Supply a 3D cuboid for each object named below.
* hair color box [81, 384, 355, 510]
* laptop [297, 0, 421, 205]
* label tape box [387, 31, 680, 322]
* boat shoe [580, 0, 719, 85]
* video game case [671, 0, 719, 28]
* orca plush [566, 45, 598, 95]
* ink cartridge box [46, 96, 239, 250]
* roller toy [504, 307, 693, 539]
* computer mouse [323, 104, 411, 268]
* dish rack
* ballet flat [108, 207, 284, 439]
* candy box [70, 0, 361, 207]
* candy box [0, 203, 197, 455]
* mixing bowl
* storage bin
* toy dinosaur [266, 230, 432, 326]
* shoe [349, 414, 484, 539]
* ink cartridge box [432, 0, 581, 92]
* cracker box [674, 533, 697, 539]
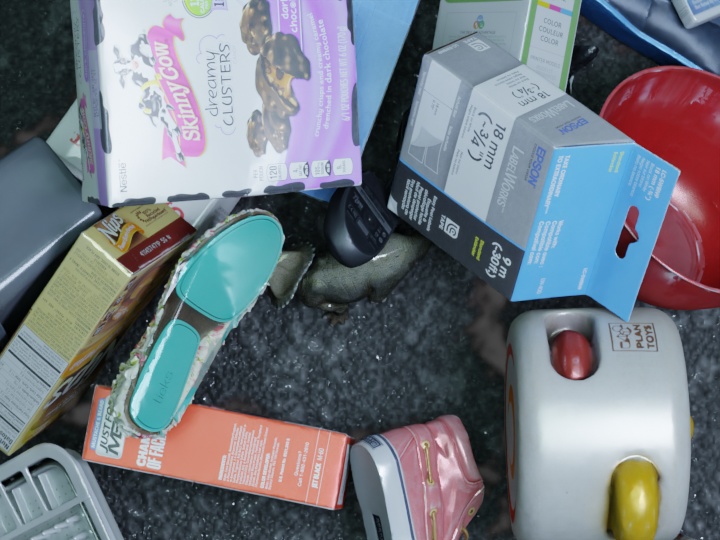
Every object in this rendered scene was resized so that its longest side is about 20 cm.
[{"bbox_3d":[-0.108,0.139,1.645,0.199,0.111,0.064,10,85,4],"label":"hair color box"},{"bbox_3d":[-0.079,-0.174,1.585,0.116,0.200,0.188,18,86,37],"label":"laptop"},{"bbox_3d":[0.121,-0.060,1.533,0.063,0.145,0.200,-26,52,-39],"label":"label tape box"},{"bbox_3d":[0.229,-0.215,1.676,0.200,0.084,0.069,32,87,-11],"label":"boat shoe"},{"bbox_3d":[0.301,-0.307,1.664,0.199,0.022,0.183,-24,84,-20],"label":"video game case"},{"bbox_3d":[0.162,-0.082,1.665,0.105,0.071,0.201,14,86,4],"label":"orca plush"},{"bbox_3d":[-0.138,-0.130,1.681,0.145,0.085,0.200,35,90,6],"label":"ink cartridge box"},{"bbox_3d":[0.183,0.119,1.588,0.139,0.200,0.183,-1,82,1],"label":"roller toy"},{"bbox_3d":[0.014,-0.067,1.636,0.034,0.200,0.059,-22,112,35],"label":"computer mouse"},{"bbox_3d":[-0.236,0.243,1.650,0.171,0.043,0.201,-29,83,34],"label":"dish rack"},{"bbox_3d":[-0.132,0.036,1.583,0.076,0.064,0.200,40,75,-23],"label":"ballet flat"},{"bbox_3d":[-0.106,-0.138,1.533,0.199,0.071,0.169,-7,99,-23],"label":"candy box"},{"bbox_3d":[-0.217,0.040,1.617,0.055,0.115,0.200,40,118,6],"label":"candy box"},{"bbox_3d":[0.244,-0.046,1.620,0.199,0.108,0.201,12,58,-21],"label":"mixing bowl"},{"bbox_3d":[-0.279,-0.026,1.636,0.134,0.200,0.146,-39,84,-11],"label":"storage bin"},{"bbox_3d":[0.000,0.000,1.653,0.199,0.102,0.077,-7,86,4],"label":"toy dinosaur"},{"bbox_3d":[0.055,0.215,1.648,0.091,0.071,0.201,-16,105,-25],"label":"shoe"},{"bbox_3d":[0.112,-0.182,1.644,0.059,0.104,0.201,11,87,-40],"label":"ink cartridge box"},{"bbox_3d":[0.267,0.268,1.567,0.058,0.200,0.134,-37,85,-1],"label":"cracker box"}]
